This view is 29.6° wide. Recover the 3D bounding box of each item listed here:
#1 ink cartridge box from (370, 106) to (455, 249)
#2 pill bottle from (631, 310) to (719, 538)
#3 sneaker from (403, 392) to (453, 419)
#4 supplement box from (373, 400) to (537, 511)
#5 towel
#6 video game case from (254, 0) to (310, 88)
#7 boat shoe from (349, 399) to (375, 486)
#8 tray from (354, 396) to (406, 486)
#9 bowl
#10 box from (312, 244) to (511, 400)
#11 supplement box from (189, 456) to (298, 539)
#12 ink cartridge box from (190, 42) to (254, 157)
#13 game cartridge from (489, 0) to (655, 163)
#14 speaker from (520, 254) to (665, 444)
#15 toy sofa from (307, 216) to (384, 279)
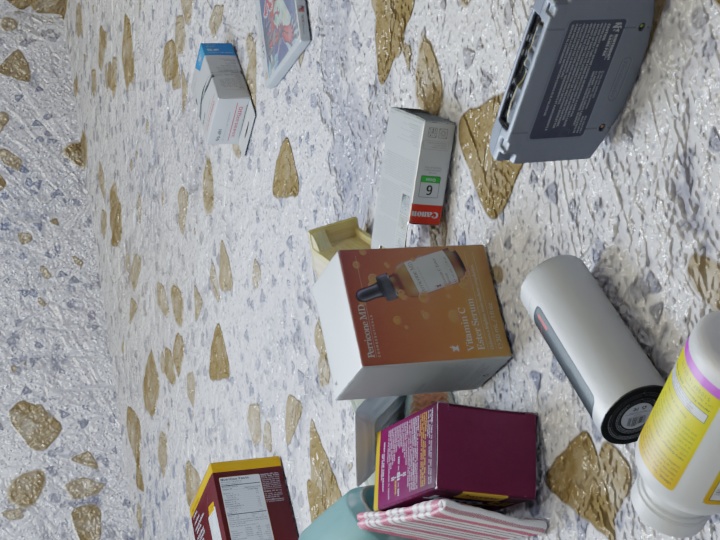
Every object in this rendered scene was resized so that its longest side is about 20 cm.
[{"bbox_3d":[0.067,-0.106,1.791,0.109,0.050,0.203,-146,61,-62],"label":"ink cartridge box"},{"bbox_3d":[0.302,0.139,1.182,0.105,0.103,0.202,-115,32,-44],"label":"pill bottle"},{"bbox_3d":[0.082,0.234,1.777,0.080,0.070,0.203,145,125,-70],"label":"sneaker"},{"bbox_3d":[0.109,0.229,1.613,0.200,0.129,0.105,139,137,-64],"label":"supplement box"},{"bbox_3d":[0.103,0.292,1.598,0.199,0.145,0.030,-25,55,55],"label":"towel"},{"bbox_3d":[-0.135,-0.432,2.311,0.200,0.023,0.185,143,122,-63],"label":"video game case"},{"bbox_3d":[0.028,0.234,1.918,0.060,0.071,0.205,-6,-98,-84],"label":"boat shoe"},{"bbox_3d":[0.042,0.191,1.770,0.022,0.200,0.109,9,113,23],"label":"tray"},{"bbox_3d":[0.027,0.360,1.804,0.106,0.199,0.201,-61,32,17],"label":"bowl"},{"bbox_3d":[0.060,0.062,1.644,0.106,0.197,0.154,128,134,-57],"label":"box"},{"bbox_3d":[-0.208,0.469,2.429,0.198,0.131,0.202,118,143,-51],"label":"supplement box"},{"bbox_3d":[-0.261,-0.320,2.571,0.117,0.067,0.202,110,148,-44],"label":"ink cartridge box"},{"bbox_3d":[0.211,-0.196,1.336,0.041,0.131,0.202,-116,32,-43],"label":"game cartridge"},{"bbox_3d":[0.235,0.075,1.376,0.201,0.080,0.082,-116,32,-44],"label":"speaker"},{"bbox_3d":[0.000,0.000,1.937,0.200,0.082,0.099,-145,40,-63],"label":"toy sofa"}]
